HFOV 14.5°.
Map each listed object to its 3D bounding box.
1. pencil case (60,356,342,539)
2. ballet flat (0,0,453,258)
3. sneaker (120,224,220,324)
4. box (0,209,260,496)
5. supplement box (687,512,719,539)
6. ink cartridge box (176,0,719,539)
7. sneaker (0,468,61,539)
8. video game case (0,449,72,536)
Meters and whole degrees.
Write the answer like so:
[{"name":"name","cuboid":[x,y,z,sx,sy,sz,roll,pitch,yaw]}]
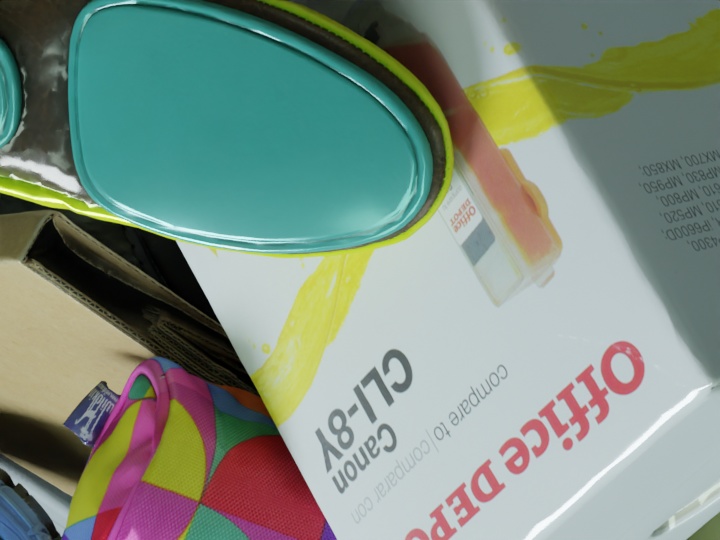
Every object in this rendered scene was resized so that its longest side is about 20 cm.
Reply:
[{"name":"pencil case","cuboid":[0.006,0.092,0.790,0.199,0.089,0.088,22,139,-16]},{"name":"ballet flat","cuboid":[-0.070,-0.047,0.700,0.199,0.067,0.067,6,108,11]},{"name":"sneaker","cuboid":[0.000,0.000,0.880,0.088,0.074,0.200,-32,134,19]},{"name":"box","cuboid":[-0.091,0.033,0.886,0.163,0.021,0.200,36,159,-30]},{"name":"supplement box","cuboid":[0.199,0.134,0.898,0.199,0.134,0.201,-9,99,15]},{"name":"ink cartridge box","cuboid":[0.028,-0.024,0.724,0.083,0.201,0.145,-13,156,-41]},{"name":"sneaker","cuboid":[-0.161,0.099,0.934,0.199,0.079,0.075,21,150,33]},{"name":"video game case","cuboid":[-0.147,0.132,1.090,0.182,0.023,0.200,-24,135,30]}]
